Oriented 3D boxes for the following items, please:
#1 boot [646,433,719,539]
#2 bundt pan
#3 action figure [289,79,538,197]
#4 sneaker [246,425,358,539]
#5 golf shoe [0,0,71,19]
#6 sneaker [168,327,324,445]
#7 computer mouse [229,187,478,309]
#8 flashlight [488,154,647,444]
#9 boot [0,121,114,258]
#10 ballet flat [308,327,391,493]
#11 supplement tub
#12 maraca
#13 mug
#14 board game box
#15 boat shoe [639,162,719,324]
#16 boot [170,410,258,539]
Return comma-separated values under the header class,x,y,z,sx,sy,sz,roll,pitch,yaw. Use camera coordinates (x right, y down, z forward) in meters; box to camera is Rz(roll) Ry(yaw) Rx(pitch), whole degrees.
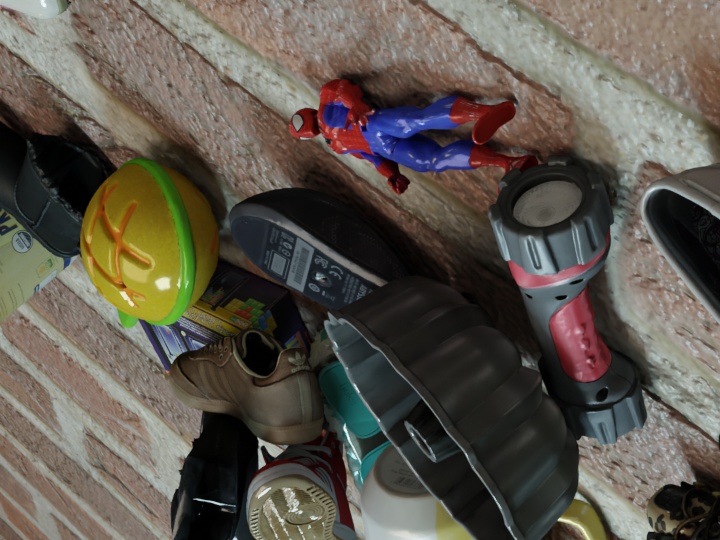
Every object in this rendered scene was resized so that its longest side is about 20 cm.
class,x,y,z,sx,sy,sz,roll,pitch,yaw
boot,0.230,0.154,0.941,0.200,0.073,0.150,52,156,-24
bundt pan,0.066,0.086,0.999,0.202,0.076,0.202,50,167,16
action figure,0.019,-0.082,0.962,0.200,0.052,0.066,17,146,52
sneaker,-0.052,0.163,1.257,0.200,0.071,0.113,66,-170,-60
golf shoe,-0.306,-0.235,1.213,0.200,0.092,0.073,32,150,28
sneaker,-0.089,0.077,1.252,0.200,0.070,0.076,17,111,53
computer mouse,0.000,0.000,1.119,0.199,0.053,0.139,33,153,2
flashlight,0.129,0.025,0.924,0.068,0.068,0.200,-109,-4,-48
boot,-0.302,-0.091,1.448,0.198,0.073,0.162,43,159,-9
ballet flat,0.010,0.121,1.280,0.072,0.072,0.201,20,142,45
supplement tub,-0.396,-0.010,1.567,0.144,0.200,0.145,37,154,21
maraca,-0.182,-0.019,1.303,0.200,0.107,0.138,-22,79,60
mug,0.085,0.200,1.212,0.150,0.186,0.154,-109,2,-61
board game box,-0.117,0.066,1.398,0.200,0.057,0.166,22,144,43
boat shoe,0.200,0.023,0.719,0.200,0.068,0.072,60,139,30
boot,-0.111,0.196,1.267,0.200,0.065,0.166,-104,8,-78
